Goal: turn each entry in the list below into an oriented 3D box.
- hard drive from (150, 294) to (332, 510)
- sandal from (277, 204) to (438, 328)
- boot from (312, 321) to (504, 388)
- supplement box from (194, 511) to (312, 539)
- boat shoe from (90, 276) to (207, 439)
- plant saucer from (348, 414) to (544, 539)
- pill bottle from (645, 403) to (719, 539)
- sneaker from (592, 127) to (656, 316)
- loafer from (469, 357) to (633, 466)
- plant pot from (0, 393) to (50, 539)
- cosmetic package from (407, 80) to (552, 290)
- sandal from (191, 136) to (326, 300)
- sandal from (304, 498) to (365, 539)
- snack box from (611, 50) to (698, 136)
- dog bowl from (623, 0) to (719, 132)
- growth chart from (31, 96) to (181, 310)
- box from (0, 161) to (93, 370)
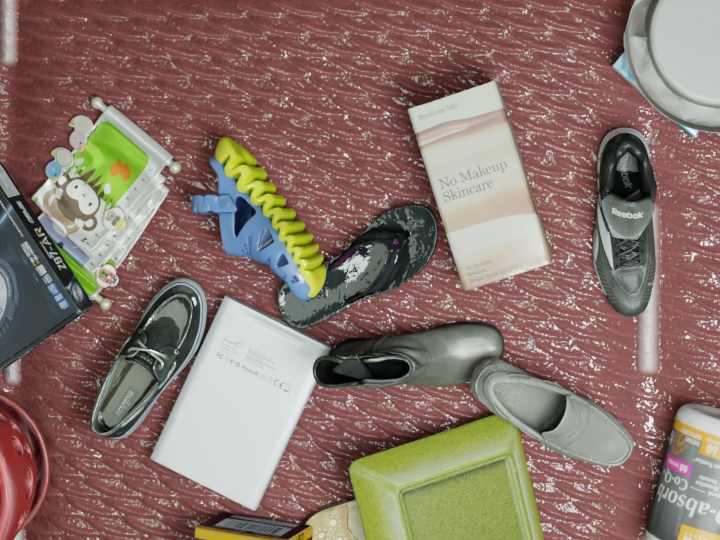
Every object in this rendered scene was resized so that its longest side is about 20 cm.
[{"bbox_3d":[-0.132,0.146,1.762,0.131,0.027,0.201,26,95,3],"label":"hard drive"},{"bbox_3d":[0.000,0.001,1.728,0.200,0.048,0.076,-34,90,8],"label":"sandal"},{"bbox_3d":[0.054,0.100,1.688,0.198,0.131,0.068,-7,93,6],"label":"boot"},{"bbox_3d":[-0.122,0.376,1.737,0.110,0.086,0.202,6,96,18],"label":"supplement box"},{"bbox_3d":[-0.230,0.102,1.746,0.072,0.071,0.201,28,95,3],"label":"boat shoe"},{"bbox_3d":[0.106,0.273,1.694,0.199,0.048,0.201,-16,97,-17],"label":"plant saucer"},{"bbox_3d":[0.366,0.250,1.677,0.116,0.116,0.201,14,95,4],"label":"pill bottle"},{"bbox_3d":[0.278,-0.050,1.677,0.066,0.090,0.202,-1,94,6],"label":"sneaker"},{"bbox_3d":[0.207,0.158,1.693,0.199,0.070,0.070,25,95,-14],"label":"loafer"},{"bbox_3d":[-0.443,0.221,1.718,0.199,0.183,0.202,1,97,5],"label":"plant pot"},{"bbox_3d":[0.128,-0.091,1.690,0.103,0.087,0.201,-19,92,7],"label":"cosmetic package"},{"bbox_3d":[-0.113,-0.044,1.719,0.087,0.079,0.200,-40,72,11],"label":"sandal"},{"bbox_3d":[0.034,0.260,1.732,0.211,0.070,0.078,-26,91,7],"label":"sandal"},{"bbox_3d":[0.373,-0.254,1.680,0.116,0.037,0.200,40,96,1],"label":"snack box"},{"bbox_3d":[0.367,-0.241,1.633,0.198,0.059,0.202,0,94,5],"label":"dog bowl"},{"bbox_3d":[-0.292,-0.077,1.767,0.144,0.018,0.201,30,95,3],"label":"growth chart"},{"bbox_3d":[-0.414,0.001,1.761,0.160,0.044,0.201,-32,91,15],"label":"box"}]
